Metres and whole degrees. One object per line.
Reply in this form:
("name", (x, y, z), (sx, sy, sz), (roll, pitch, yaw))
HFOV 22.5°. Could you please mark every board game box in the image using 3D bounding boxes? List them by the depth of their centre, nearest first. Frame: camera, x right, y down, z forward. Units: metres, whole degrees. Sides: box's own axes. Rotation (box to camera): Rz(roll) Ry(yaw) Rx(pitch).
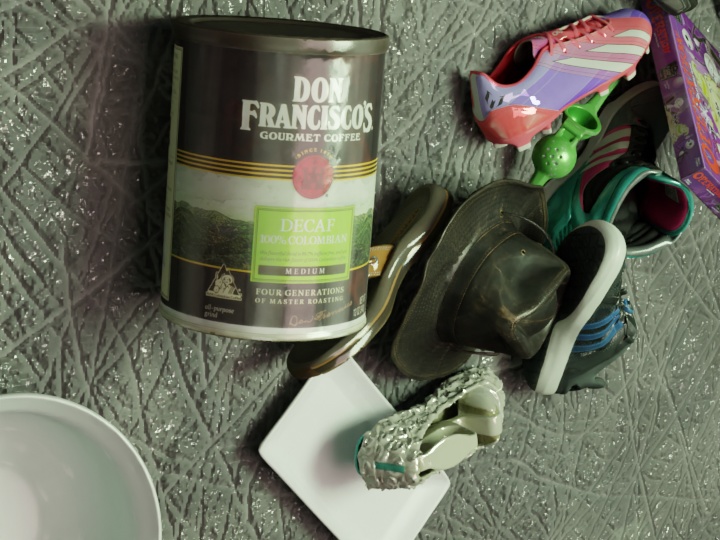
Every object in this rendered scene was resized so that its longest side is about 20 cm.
("board game box", (0.294, -0.134, 1.557), (0.120, 0.032, 0.201), (32, 41, -41))

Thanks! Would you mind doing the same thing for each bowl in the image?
("bowl", (-0.235, 0.171, 1.154), (0.200, 0.090, 0.202), (-3, 97, -27))

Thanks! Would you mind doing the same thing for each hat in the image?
("hat", (0.114, 0.024, 1.428), (0.201, 0.081, 0.201), (-41, 151, -29))

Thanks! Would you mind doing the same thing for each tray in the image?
("tray", (-0.006, 0.153, 1.433), (0.108, 0.022, 0.200), (-54, 132, -20))

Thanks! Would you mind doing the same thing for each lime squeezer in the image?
("lime squeezer", (0.173, -0.103, 1.507), (0.200, 0.038, 0.071), (-54, 157, -20))

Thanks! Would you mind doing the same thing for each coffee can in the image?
("coffee can", (-0.060, -0.066, 1.233), (0.146, 0.146, 0.201), (-7, 107, -42))

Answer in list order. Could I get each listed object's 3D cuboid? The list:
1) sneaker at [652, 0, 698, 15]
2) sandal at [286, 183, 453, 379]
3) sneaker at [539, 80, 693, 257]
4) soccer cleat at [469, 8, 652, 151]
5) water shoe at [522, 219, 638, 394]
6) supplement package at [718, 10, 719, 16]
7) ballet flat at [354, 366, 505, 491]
("sneaker", (0.301, -0.296, 1.556), (0.098, 0.071, 0.201), (48, 68, -17))
("sandal", (0.000, 0.000, 1.361), (0.055, 0.082, 0.200), (46, 66, -20))
("sneaker", (0.238, -0.082, 1.532), (0.200, 0.121, 0.084), (-50, 130, -22))
("soccer cleat", (0.167, -0.173, 1.482), (0.200, 0.067, 0.077), (-38, 121, -27))
("water shoe", (0.195, 0.029, 1.505), (0.079, 0.072, 0.200), (1, 143, -16))
("supplement package", (0.449, -0.269, 1.580), (0.147, 0.191, 0.200), (-53, 171, -19))
("ballet flat", (0.074, 0.131, 1.448), (0.200, 0.072, 0.072), (-26, 119, -50))
